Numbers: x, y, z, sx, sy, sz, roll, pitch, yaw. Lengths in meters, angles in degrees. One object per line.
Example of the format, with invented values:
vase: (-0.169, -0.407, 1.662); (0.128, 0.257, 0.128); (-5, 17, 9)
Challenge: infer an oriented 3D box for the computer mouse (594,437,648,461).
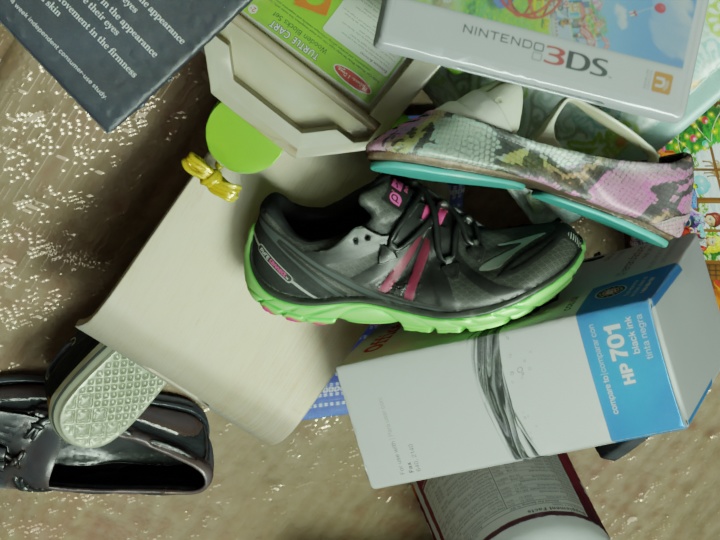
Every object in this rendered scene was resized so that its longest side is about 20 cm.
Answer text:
computer mouse: (0.191, 0.072, 1.679); (0.138, 0.200, 0.053); (-39, 87, 19)

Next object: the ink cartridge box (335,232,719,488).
ink cartridge box: (0.106, 0.055, 1.514); (0.200, 0.146, 0.086); (-12, 102, 21)

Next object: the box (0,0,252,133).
box: (-0.110, -0.199, 1.366); (0.200, 0.104, 0.148); (-41, 99, 13)

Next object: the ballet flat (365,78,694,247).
ballet flat: (0.101, -0.069, 1.447); (0.200, 0.069, 0.071); (14, 89, -16)

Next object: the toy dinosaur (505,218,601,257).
toy dinosaur: (0.129, 0.032, 1.677); (0.200, 0.102, 0.136); (-60, 147, -17)

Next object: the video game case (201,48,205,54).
video game case: (-0.019, -0.194, 1.488); (0.200, 0.018, 0.143); (-37, 128, 10)

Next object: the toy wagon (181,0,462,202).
toy wagon: (-0.031, -0.128, 1.457); (0.155, 0.040, 0.200); (38, 104, -8)

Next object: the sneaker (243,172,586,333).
sneaker: (0.031, -0.013, 1.461); (0.200, 0.077, 0.084); (-1, 116, 2)

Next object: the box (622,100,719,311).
box: (0.227, -0.054, 1.578); (0.137, 0.039, 0.200); (1, 115, 31)

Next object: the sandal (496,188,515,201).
sandal: (0.128, -0.148, 1.545); (0.078, 0.070, 0.212); (12, 102, 1)

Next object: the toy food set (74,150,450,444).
toy food set: (-0.059, -0.008, 1.538); (0.143, 0.060, 0.200); (33, 96, -16)

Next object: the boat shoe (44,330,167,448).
boat shoe: (-0.123, 0.028, 1.594); (0.200, 0.062, 0.075); (-43, 124, -4)

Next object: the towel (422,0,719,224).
towel: (0.131, -0.145, 1.485); (0.200, 0.048, 0.171); (-40, 97, 11)

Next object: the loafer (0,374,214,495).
loafer: (-0.189, 0.112, 1.631); (0.200, 0.063, 0.072); (3, 124, -21)

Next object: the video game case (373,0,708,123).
video game case: (0.116, -0.201, 1.428); (0.182, 0.022, 0.200); (13, 84, -9)

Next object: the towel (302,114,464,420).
towel: (0.000, 0.000, 1.595); (0.145, 0.024, 0.200); (-6, 111, -21)

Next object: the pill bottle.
pill bottle: (0.109, 0.184, 1.696); (0.110, 0.200, 0.110); (-9, 128, -12)
